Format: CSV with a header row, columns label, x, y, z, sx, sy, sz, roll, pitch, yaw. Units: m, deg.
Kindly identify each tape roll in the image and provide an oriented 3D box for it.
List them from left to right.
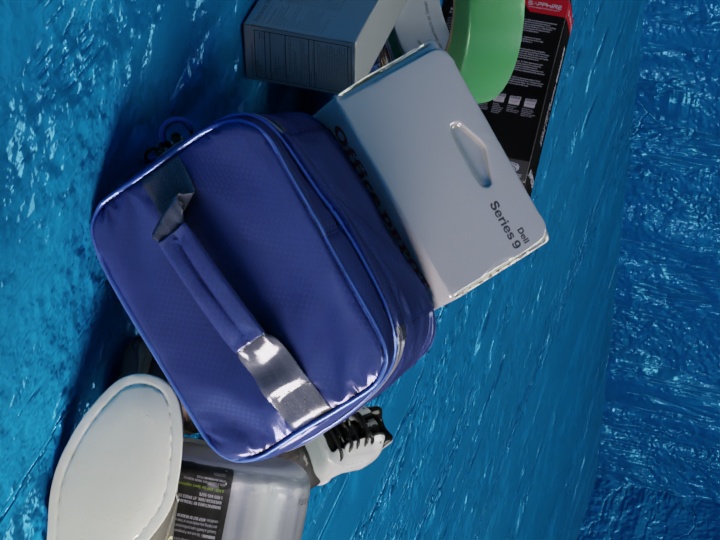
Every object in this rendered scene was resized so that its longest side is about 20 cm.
label,x,y,z,sx,sy,sz,roll,pitch,yaw
tape roll,0.065,-0.228,1.444,0.200,0.048,0.202,172,-90,-70

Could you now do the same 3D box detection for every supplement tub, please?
label,x,y,z,sx,sy,sz,roll,pitch,yaw
supplement tub,-0.106,0.212,1.163,0.122,0.122,0.202,6,94,-76

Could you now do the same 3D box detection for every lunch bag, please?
label,x,y,z,sx,sy,sz,roll,pitch,yaw
lunch bag,-0.059,0.000,1.072,0.201,0.135,0.132,57,16,1

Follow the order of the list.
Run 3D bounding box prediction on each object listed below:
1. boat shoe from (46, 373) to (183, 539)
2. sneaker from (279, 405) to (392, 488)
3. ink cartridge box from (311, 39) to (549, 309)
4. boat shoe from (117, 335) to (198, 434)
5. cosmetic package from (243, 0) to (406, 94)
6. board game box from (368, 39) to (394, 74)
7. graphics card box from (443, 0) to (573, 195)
label,x,y,z,sx,sy,sz,roll,pitch,yaw
boat shoe,-0.144,0.156,1.081,0.060,0.072,0.203,-3,109,-77
sneaker,-0.027,0.131,1.471,0.200,0.080,0.074,1,67,-79
ink cartridge box,0.018,-0.044,1.199,0.084,0.147,0.200,-31,180,-22
boat shoe,-0.095,0.079,1.205,0.200,0.073,0.075,-12,112,-75
cosmetic package,-0.012,-0.202,1.319,0.201,0.082,0.051,-64,162,-46
board game box,0.018,-0.109,1.399,0.200,0.034,0.136,-87,161,-71
graphics card box,0.125,-0.175,1.793,0.051,0.124,0.201,68,34,-66
